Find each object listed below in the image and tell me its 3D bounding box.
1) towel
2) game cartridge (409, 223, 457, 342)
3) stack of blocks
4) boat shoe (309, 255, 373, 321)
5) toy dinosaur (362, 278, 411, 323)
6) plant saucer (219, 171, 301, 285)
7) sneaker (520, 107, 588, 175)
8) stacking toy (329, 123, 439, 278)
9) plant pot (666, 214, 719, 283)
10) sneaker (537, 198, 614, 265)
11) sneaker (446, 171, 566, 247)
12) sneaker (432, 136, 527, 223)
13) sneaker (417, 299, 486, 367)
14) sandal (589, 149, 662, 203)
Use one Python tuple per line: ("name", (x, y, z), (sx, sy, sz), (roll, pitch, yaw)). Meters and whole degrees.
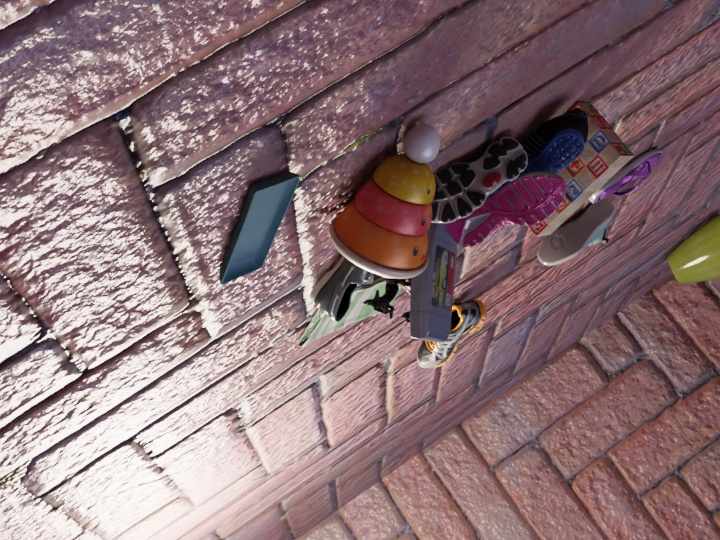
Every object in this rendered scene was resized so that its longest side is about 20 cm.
("towel", (-0.003, 0.057, 1.851), (0.199, 0.023, 0.153), (-23, 158, -37))
("game cartridge", (0.117, 0.012, 1.734), (0.041, 0.202, 0.133), (3, 175, 25))
("stack of blocks", (0.334, -0.164, 1.785), (0.200, 0.116, 0.058), (-47, 159, 29))
("boat shoe", (0.000, 0.000, 1.654), (0.073, 0.062, 0.200), (-10, 148, -53))
("toy dinosaur", (0.087, 0.017, 1.785), (0.199, 0.102, 0.137), (32, 77, -42))
("plant saucer", (-0.131, -0.053, 1.359), (0.070, 0.019, 0.200), (-25, 159, -33))
("sneaker", (0.286, -0.184, 1.727), (0.199, 0.070, 0.078), (-32, -154, 44))
("stacking toy", (0.053, -0.103, 1.448), (0.146, 0.146, 0.201), (-14, 135, -49))
("plant pot", (1.057, -0.044, 3.347), (0.199, 0.189, 0.187), (-27, 166, 20))
("sneaker", (0.465, -0.058, 2.335), (0.200, 0.074, 0.118), (-36, 156, -10))
("sneaker", (0.231, -0.112, 1.712), (0.199, 0.082, 0.088), (-19, -158, 26))
("sneaker", (0.167, -0.124, 1.645), (0.199, 0.081, 0.083), (-28, 171, -19))
("sneaker", (0.178, 0.130, 2.296), (0.077, 0.079, 0.200), (7, 131, -46))
("sandal", (0.555, -0.183, 2.246), (0.202, 0.050, 0.083), (-31, 161, -20))
